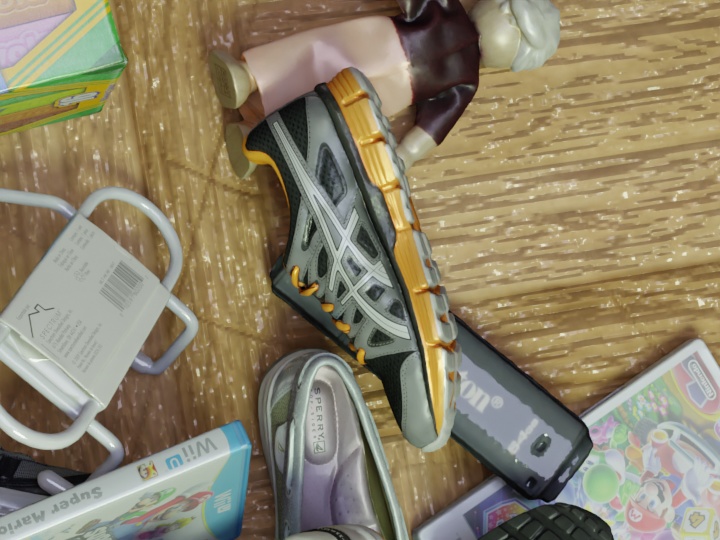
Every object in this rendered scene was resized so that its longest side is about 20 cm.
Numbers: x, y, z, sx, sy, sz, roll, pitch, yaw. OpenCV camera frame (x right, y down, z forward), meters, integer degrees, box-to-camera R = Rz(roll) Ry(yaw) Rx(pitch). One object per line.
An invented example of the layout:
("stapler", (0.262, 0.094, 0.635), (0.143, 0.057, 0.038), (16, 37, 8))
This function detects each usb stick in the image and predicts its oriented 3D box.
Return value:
("usb stick", (0.038, 0.047, 1.204), (0.200, 0.033, 0.056), (40, 74, -1))

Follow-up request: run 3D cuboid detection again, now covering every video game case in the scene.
("video game case", (0.146, 0.151, 1.236), (0.199, 0.018, 0.144), (-33, 93, -14))
("video game case", (-0.150, 0.142, 1.104), (0.199, 0.143, 0.018), (-22, 69, -15))

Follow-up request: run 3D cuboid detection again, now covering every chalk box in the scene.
("chalk box", (-0.233, -0.125, 1.120), (0.198, 0.124, 0.125), (-16, 88, -13))

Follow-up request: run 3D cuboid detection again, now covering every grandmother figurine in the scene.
("grandmother figurine", (0.019, -0.117, 1.216), (0.198, 0.061, 0.122), (-16, 115, -17))

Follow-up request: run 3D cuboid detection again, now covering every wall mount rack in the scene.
("wall mount rack", (-0.175, 0.019, 1.117), (0.173, 0.075, 0.200), (40, 35, -9))

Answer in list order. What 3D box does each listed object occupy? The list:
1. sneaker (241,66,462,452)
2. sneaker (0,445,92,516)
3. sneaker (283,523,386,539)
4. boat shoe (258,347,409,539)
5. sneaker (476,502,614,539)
("sneaker", (0.000, 0.000, 1.157), (0.077, 0.078, 0.202), (-19, 84, 5))
("sneaker", (-0.211, 0.086, 1.128), (0.198, 0.075, 0.115), (1, 70, -27))
("sneaker", (-0.060, 0.209, 1.109), (0.075, 0.088, 0.201), (32, 95, 26))
("boat shoe", (-0.009, 0.142, 1.174), (0.074, 0.065, 0.204), (-9, 91, -13))
("sneaker", (0.070, 0.212, 1.174), (0.076, 0.087, 0.201), (35, 91, 28))
